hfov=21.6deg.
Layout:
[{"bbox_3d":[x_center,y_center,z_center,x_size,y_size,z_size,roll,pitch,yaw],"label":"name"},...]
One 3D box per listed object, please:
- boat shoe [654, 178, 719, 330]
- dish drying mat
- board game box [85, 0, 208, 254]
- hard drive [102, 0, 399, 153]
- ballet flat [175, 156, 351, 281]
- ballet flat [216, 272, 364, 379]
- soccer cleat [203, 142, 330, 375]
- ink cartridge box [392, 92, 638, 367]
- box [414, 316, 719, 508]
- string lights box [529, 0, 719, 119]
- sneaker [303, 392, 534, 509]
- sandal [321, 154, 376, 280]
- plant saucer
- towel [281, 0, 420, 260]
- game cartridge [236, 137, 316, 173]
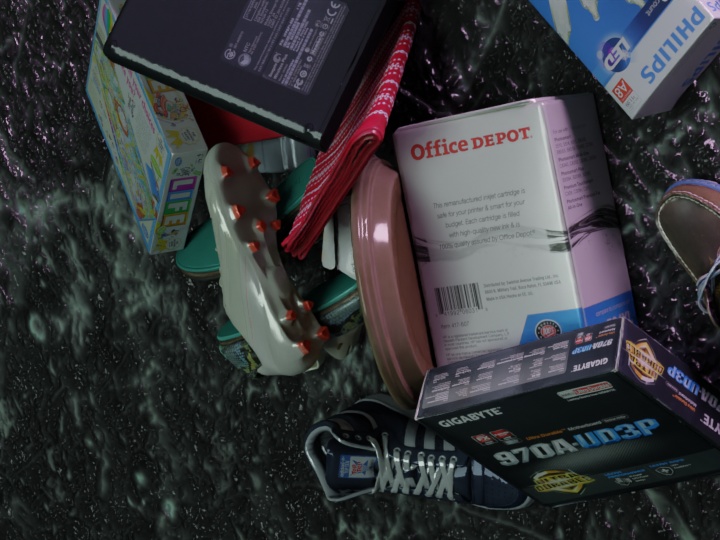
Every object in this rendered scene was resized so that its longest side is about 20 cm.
[{"bbox_3d":[0.275,0.009,1.320,0.200,0.072,0.073,44,126,26],"label":"boat shoe"},{"bbox_3d":[-0.106,-0.147,1.621,0.199,0.018,0.078,-6,94,44],"label":"dish drying mat"},{"bbox_3d":[-0.191,-0.134,1.662,0.135,0.034,0.201,110,143,-50],"label":"board game box"},{"bbox_3d":[-0.086,-0.193,1.473,0.199,0.033,0.140,24,83,16],"label":"hard drive"},{"bbox_3d":[-0.075,-0.030,1.631,0.199,0.068,0.068,-27,46,40],"label":"ballet flat"},{"bbox_3d":[-0.040,0.050,1.635,0.199,0.074,0.075,-20,87,45],"label":"ballet flat"},{"bbox_3d":[-0.094,-0.005,1.566,0.077,0.069,0.201,-21,92,40],"label":"soccer cleat"},{"bbox_3d":[0.119,-0.025,1.443,0.145,0.084,0.202,-8,94,39],"label":"ink cartridge box"},{"bbox_3d":[0.165,0.109,1.396,0.199,0.159,0.046,-18,47,43],"label":"box"},{"bbox_3d":[0.177,-0.218,1.362,0.200,0.059,0.103,52,128,20],"label":"string lights box"},{"bbox_3d":[0.043,0.161,1.546,0.199,0.108,0.071,17,113,38],"label":"sneaker"},{"bbox_3d":[-0.002,0.000,1.516,0.059,0.079,0.209,-9,86,14],"label":"sandal"},{"bbox_3d":[0.034,0.008,1.475,0.029,0.200,0.202,-10,95,13],"label":"plant saucer"},{"bbox_3d":[-0.005,-0.114,1.480,0.022,0.201,0.145,28,128,-10],"label":"towel"},{"bbox_3d":[-0.121,-0.153,1.669,0.199,0.041,0.134,1,105,42],"label":"game cartridge"}]
